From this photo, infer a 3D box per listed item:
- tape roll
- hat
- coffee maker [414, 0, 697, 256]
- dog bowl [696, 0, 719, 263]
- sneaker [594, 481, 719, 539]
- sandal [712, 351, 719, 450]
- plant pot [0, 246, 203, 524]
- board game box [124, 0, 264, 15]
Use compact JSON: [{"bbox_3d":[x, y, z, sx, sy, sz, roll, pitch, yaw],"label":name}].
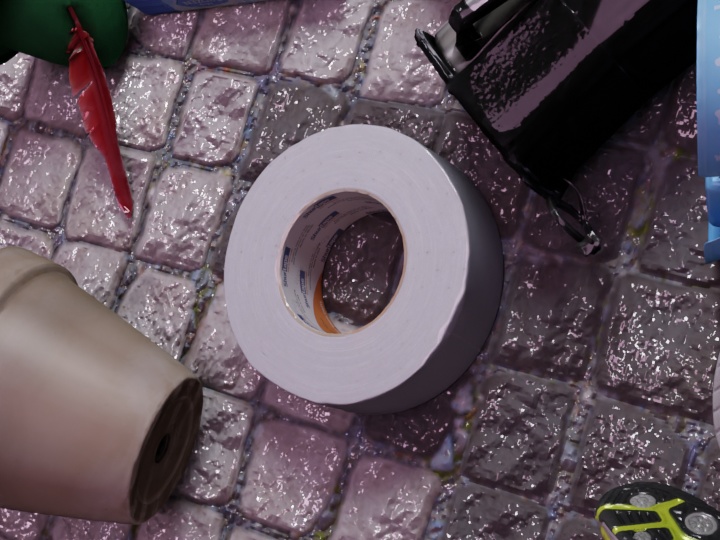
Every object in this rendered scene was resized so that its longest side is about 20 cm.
[{"bbox_3d":[0.000,0.000,0.969,0.198,0.066,0.203,-7,76,28],"label":"tape roll"},{"bbox_3d":[-0.203,-0.197,1.122,0.175,0.166,0.201,30,125,2],"label":"hat"},{"bbox_3d":[0.168,-0.150,0.889,0.200,0.135,0.193,-41,87,16],"label":"coffee maker"},{"bbox_3d":[0.226,-0.083,0.793,0.049,0.200,0.113,0,61,17],"label":"dog bowl"},{"bbox_3d":[0.211,0.203,0.805,0.200,0.075,0.077,41,140,44],"label":"sneaker"},{"bbox_3d":[0.267,0.122,0.812,0.082,0.050,0.205,-16,84,40],"label":"sandal"},{"bbox_3d":[-0.220,0.105,1.009,0.172,0.200,0.202,20,89,14],"label":"plant pot"},{"bbox_3d":[-0.096,-0.320,1.101,0.197,0.043,0.202,0,79,30],"label":"board game box"}]
